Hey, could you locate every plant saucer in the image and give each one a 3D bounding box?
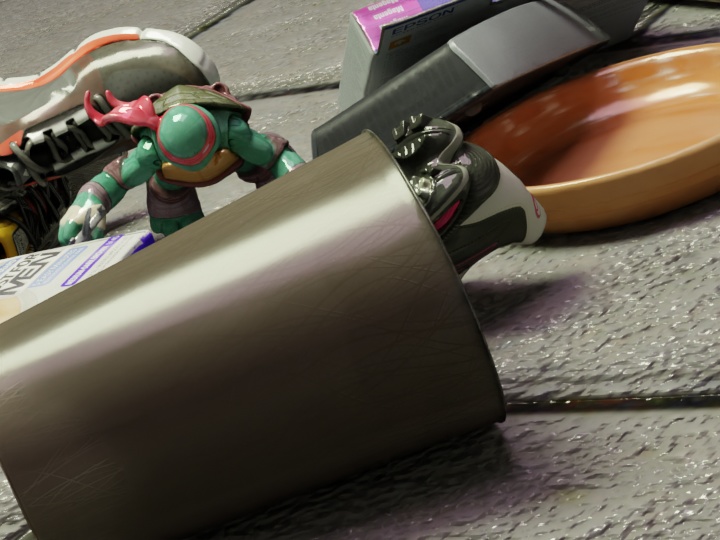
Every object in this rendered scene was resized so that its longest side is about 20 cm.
[{"bbox_3d":[0.146,-0.069,1.333,0.200,0.038,0.200,-16,18,5],"label":"plant saucer"}]

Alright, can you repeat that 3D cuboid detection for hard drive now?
[{"bbox_3d":[0.055,-0.100,1.397,0.135,0.042,0.200,-32,-2,26],"label":"hard drive"}]

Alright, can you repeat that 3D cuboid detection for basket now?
[{"bbox_3d":[-0.058,0.042,1.072,0.200,0.136,0.180,-25,14,-5],"label":"basket"}]

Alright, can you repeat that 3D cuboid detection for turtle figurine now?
[{"bbox_3d":[-0.087,-0.054,1.389,0.149,0.101,0.200,1,-1,5],"label":"turtle figurine"}]

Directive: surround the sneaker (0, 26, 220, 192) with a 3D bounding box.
[{"bbox_3d":[-0.174,-0.078,1.459,0.200,0.077,0.082,-15,38,22],"label":"sneaker"}]

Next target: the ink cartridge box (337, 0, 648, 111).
[{"bbox_3d":[0.086,-0.157,1.491,0.196,0.043,0.200,-22,-15,-11],"label":"ink cartridge box"}]

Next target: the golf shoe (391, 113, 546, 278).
[{"bbox_3d":[0.000,0.000,1.244,0.200,0.088,0.077,-27,50,38],"label":"golf shoe"}]

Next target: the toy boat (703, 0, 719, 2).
[{"bbox_3d":[0.237,-0.252,1.621,0.130,0.131,0.200,-27,19,-22],"label":"toy boat"}]

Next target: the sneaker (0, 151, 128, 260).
[{"bbox_3d":[-0.214,-0.022,1.517,0.200,0.078,0.082,-41,30,-29],"label":"sneaker"}]

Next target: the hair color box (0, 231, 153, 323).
[{"bbox_3d":[-0.204,0.043,1.294,0.200,0.065,0.109,-12,19,24],"label":"hair color box"}]
